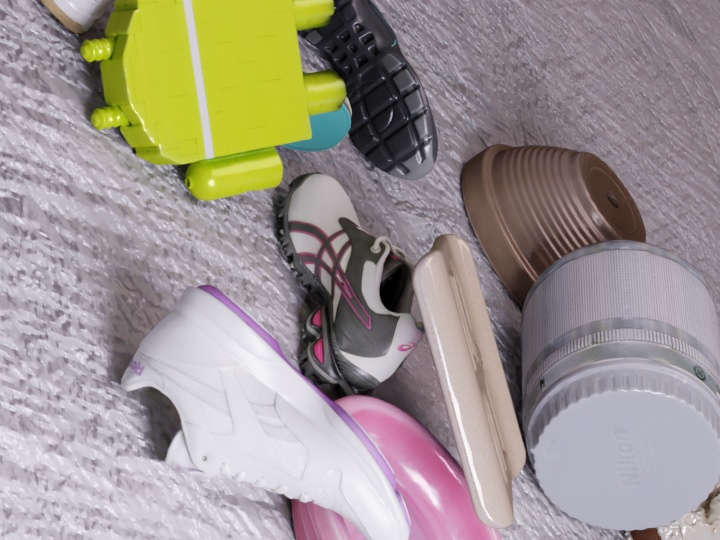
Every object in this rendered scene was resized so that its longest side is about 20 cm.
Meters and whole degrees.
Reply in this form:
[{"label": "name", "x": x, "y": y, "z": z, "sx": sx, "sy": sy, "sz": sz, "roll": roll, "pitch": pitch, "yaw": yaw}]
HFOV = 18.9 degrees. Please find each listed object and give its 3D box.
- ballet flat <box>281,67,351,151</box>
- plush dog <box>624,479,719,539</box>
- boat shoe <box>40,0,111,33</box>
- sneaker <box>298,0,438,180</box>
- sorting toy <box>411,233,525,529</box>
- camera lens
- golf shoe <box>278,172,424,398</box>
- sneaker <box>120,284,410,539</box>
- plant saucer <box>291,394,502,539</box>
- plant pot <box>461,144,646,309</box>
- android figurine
[{"label": "ballet flat", "x": -0.081, "y": -0.138, "z": 1.580, "sx": 0.200, "sy": 0.069, "sz": 0.070, "roll": 15, "pitch": 47, "yaw": -54}, {"label": "plush dog", "x": 0.307, "y": 0.201, "z": 1.794, "sx": 0.200, "sy": 0.160, "sz": 0.172, "roll": 46, "pitch": 0, "yaw": -24}, {"label": "boat shoe", "x": -0.171, "y": -0.237, "z": 1.524, "sx": 0.071, "sy": 0.069, "sz": 0.200, "roll": 43, "pitch": 27, "yaw": -21}, {"label": "sneaker", "x": 0.016, "y": -0.164, "z": 1.764, "sx": 0.079, "sy": 0.075, "sz": 0.200, "roll": 4, "pitch": 56, "yaw": -62}, {"label": "sorting toy", "x": 0.070, "y": 0.072, "z": 1.470, "sx": 0.200, "sy": 0.036, "sz": 0.185, "roll": -34, "pitch": 109, "yaw": -80}, {"label": "camera lens", "x": 0.207, "y": 0.085, "z": 1.704, "sx": 0.160, "sy": 0.160, "sz": 0.200, "roll": 44, "pitch": 28, "yaw": -25}, {"label": "golf shoe", "x": 0.000, "y": 0.000, "z": 1.528, "sx": 0.077, "sy": 0.088, "sz": 0.200, "roll": 30, "pitch": 34, "yaw": -40}, {"label": "sneaker", "x": -0.057, "y": 0.105, "z": 1.293, "sx": 0.200, "sy": 0.100, "sz": 0.075, "roll": 44, "pitch": -7, "yaw": 2}, {"label": "plant saucer", "x": 0.023, "y": 0.178, "z": 1.398, "sx": 0.201, "sy": 0.051, "sz": 0.201, "roll": 41, "pitch": 30, "yaw": -30}, {"label": "plant pot", "x": 0.186, "y": -0.038, "z": 1.894, "sx": 0.201, "sy": 0.093, "sz": 0.201, "roll": 41, "pitch": 30, "yaw": -30}, {"label": "android figurine", "x": -0.100, "y": -0.139, "z": 1.474, "sx": 0.200, "sy": 0.041, "sz": 0.182, "roll": -16, "pitch": 101, "yaw": -36}]
